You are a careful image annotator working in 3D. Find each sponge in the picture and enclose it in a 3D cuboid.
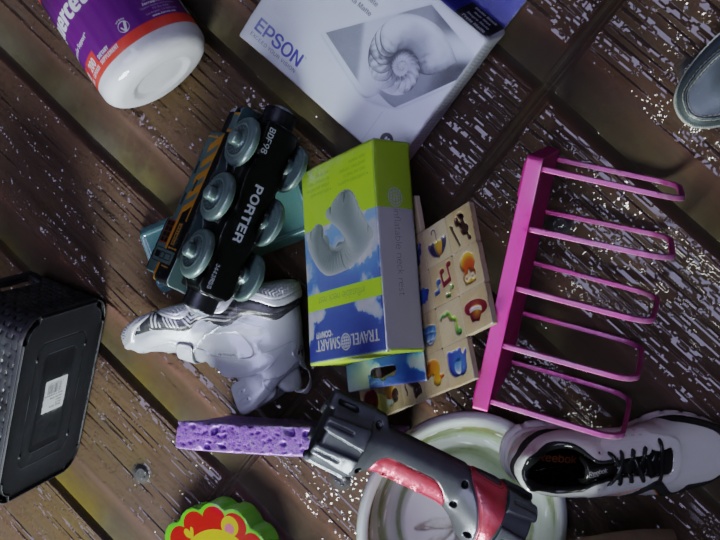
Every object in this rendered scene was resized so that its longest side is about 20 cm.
[{"bbox_3d":[-0.062,0.156,0.933,0.197,0.111,0.030,0,84,20],"label":"sponge"}]

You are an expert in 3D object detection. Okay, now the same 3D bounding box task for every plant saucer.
[{"bbox_3d":[0.087,0.225,0.895,0.197,0.050,0.204,0,91,-15],"label":"plant saucer"},{"bbox_3d":[-0.132,-0.039,0.980,0.198,0.019,0.071,-20,91,23],"label":"plant saucer"}]

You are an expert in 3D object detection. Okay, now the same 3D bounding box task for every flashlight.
[{"bbox_3d":[0.048,0.176,0.828,0.198,0.068,0.068,26,139,-11],"label":"flashlight"}]

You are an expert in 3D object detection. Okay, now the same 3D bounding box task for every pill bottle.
[{"bbox_3d":[-0.241,-0.261,0.935,0.112,0.112,0.201,-37,85,21],"label":"pill bottle"}]

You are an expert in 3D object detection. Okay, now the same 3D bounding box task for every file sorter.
[{"bbox_3d":[0.181,0.015,0.809,0.124,0.139,0.203,14,103,14],"label":"file sorter"}]

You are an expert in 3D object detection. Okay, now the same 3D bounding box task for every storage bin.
[{"bbox_3d":[-0.350,0.116,1.022,0.093,0.135,0.203,20,105,17],"label":"storage bin"}]

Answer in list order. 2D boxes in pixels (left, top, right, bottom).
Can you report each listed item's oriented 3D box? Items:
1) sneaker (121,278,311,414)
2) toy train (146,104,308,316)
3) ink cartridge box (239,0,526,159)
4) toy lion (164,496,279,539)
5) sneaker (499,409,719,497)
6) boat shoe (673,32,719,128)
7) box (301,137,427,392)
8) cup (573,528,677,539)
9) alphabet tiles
[{"bbox_3d":[-0.139,0.083,0.970,0.197,0.075,0.117,-14,91,18],"label":"sneaker"},{"bbox_3d":[-0.123,-0.059,0.908,0.113,0.085,0.202,16,83,52],"label":"toy train"},{"bbox_3d":[0.019,-0.229,0.881,0.199,0.041,0.201,41,110,10],"label":"ink cartridge box"},{"bbox_3d":[-0.141,0.344,1.025,0.192,0.068,0.201,45,111,16],"label":"toy lion"},{"bbox_3d":[0.218,0.163,0.835,0.197,0.080,0.075,-6,93,5],"label":"sneaker"},{"bbox_3d":[0.330,-0.176,0.761,0.199,0.062,0.073,-30,87,22],"label":"boat shoe"},{"bbox_3d":[0.000,0.000,0.866,0.121,0.047,0.203,-17,74,54],"label":"box"},{"bbox_3d":[0.178,0.307,0.812,0.141,0.200,0.204,3,100,13],"label":"cup"},{"bbox_3d":[0.044,0.026,0.847,0.199,0.007,0.170,-33,61,52],"label":"alphabet tiles"}]
